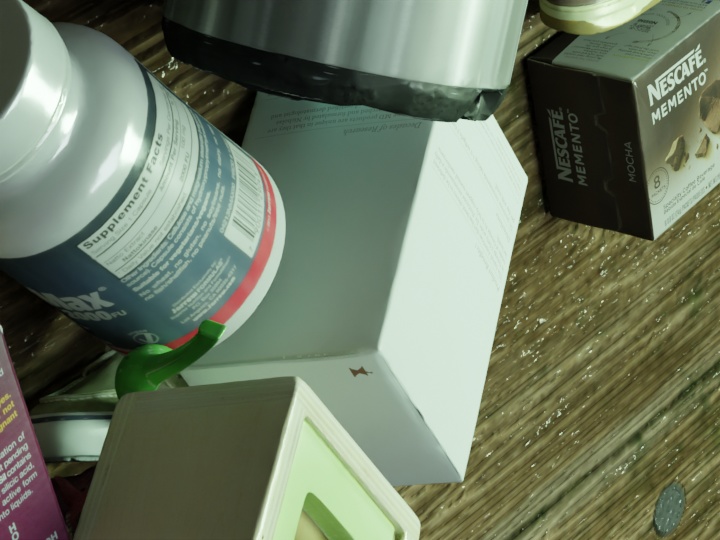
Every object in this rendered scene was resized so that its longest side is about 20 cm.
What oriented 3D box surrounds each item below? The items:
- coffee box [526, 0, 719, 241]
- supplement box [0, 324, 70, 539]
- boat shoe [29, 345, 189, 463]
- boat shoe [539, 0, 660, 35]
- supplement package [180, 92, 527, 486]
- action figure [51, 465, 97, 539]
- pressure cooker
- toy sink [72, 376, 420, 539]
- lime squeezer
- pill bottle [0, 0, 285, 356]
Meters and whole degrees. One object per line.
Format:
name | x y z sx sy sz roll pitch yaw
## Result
coffee box | 0.196 -0.119 1.836 0.200 0.080 0.113 -38 130 -39
supplement box | -0.214 0.116 1.360 0.103 0.131 0.201 -41 133 -36
boat shoe | -0.108 0.060 1.536 0.200 0.072 0.062 -11 95 -59
boat shoe | 0.179 -0.211 1.790 0.201 0.072 0.066 -37 137 -33
supplement package | 0.000 0.000 1.552 0.117 0.117 0.201 58 36 -44
action figure | -0.099 0.145 1.491 0.149 0.134 0.200 -40 151 -14
pressure cooker | 0.004 -0.182 1.418 0.178 0.175 0.201 -2 107 -55
toy sink | -0.060 0.169 1.366 0.130 0.112 0.201 52 42 -41
lime squeezer | -0.080 0.069 1.446 0.200 0.070 0.038 78 22 -54
pill bottle | -0.134 -0.047 1.413 0.200 0.119 0.120 40 71 -49
